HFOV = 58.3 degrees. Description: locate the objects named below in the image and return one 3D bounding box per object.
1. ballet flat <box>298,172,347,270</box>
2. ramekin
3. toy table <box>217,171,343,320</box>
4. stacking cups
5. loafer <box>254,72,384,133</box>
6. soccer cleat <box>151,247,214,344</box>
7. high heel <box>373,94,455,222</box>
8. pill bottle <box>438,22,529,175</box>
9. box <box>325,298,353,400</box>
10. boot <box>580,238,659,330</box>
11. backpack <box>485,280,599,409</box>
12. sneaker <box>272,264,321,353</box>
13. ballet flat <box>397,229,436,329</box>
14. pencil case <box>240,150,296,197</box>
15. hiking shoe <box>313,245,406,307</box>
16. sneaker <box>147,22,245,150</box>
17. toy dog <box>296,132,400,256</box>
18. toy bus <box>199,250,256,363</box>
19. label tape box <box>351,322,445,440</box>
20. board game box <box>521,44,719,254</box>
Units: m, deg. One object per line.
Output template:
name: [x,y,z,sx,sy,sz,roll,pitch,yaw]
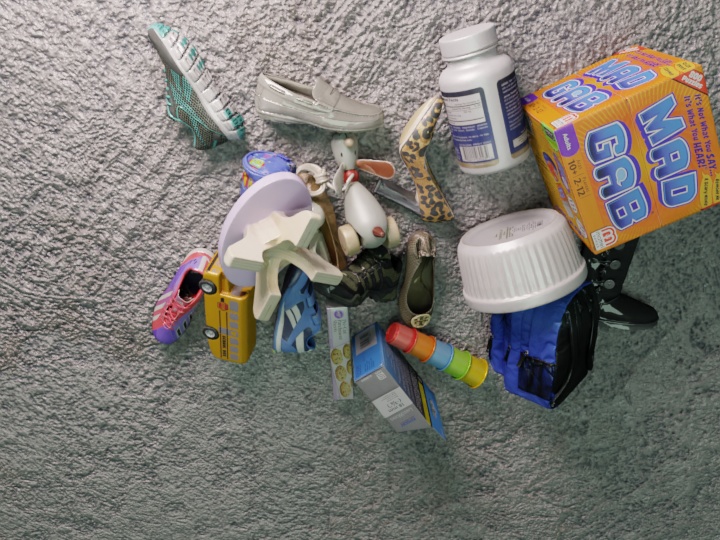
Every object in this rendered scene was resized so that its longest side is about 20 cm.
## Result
ballet flat: [-0.072,-0.058,1.061,0.068,0.072,0.201,-5,117,19]
ramekin: [0.250,-0.022,1.032,0.199,0.200,0.105,-18,105,6]
toy table: [-0.124,-0.030,0.943,0.183,0.117,0.201,0,127,-30]
stacking cups: [0.136,0.150,1.174,0.199,0.061,0.061,27,112,-17]
loafer: [-0.060,-0.254,0.972,0.199,0.070,0.070,7,124,-5]
soccer cleat: [-0.310,0.054,1.106,0.068,0.073,0.200,28,111,-15]
high heel: [0.122,-0.169,1.014,0.142,0.072,0.200,25,128,-7]
pill bottle: [0.180,-0.254,0.960,0.111,0.111,0.201,-16,115,5]
box: [-0.037,0.146,1.181,0.041,0.039,0.201,-3,116,-2]
boot: [0.459,0.001,1.126,0.164,0.066,0.201,1,111,-5]
backpack: [0.307,0.104,1.100,0.167,0.162,0.201,19,125,31]
sneaker: [-0.102,0.062,1.122,0.082,0.074,0.201,11,123,-5]
ballet flat: [0.104,0.025,1.113,0.067,0.046,0.201,-12,125,-21]
pencil case: [-0.149,-0.095,1.017,0.078,0.087,0.201,37,135,26]
hiking shoe: [0.000,0.000,1.058,0.076,0.200,0.101,26,106,32]
sneaker: [-0.261,-0.264,0.958,0.091,0.078,0.200,-27,112,14]
toy dog: [0.000,-0.113,0.995,0.132,0.096,0.200,-38,101,-14]
toy bus: [-0.220,0.065,1.090,0.078,0.065,0.201,14,131,6]
label tape box: [0.065,0.211,1.158,0.063,0.144,0.200,-32,113,12]
board game box: [0.377,-0.183,0.952,0.199,0.200,0.200,-23,115,9]
